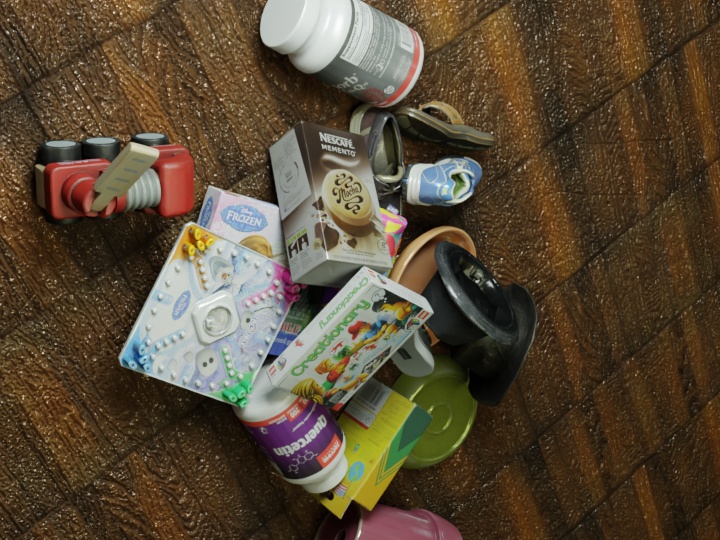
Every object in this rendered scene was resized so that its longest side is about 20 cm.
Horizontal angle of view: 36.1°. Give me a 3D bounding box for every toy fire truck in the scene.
[{"bbox_3d":[-0.263,-0.106,1.278,0.176,0.200,0.129,-9,112,-33],"label":"toy fire truck"}]

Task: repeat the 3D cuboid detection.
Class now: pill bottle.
[{"bbox_3d":[-0.094,0.225,1.575,0.112,0.112,0.200,-42,124,-17],"label":"pill bottle"},{"bbox_3d":[-0.024,-0.297,1.438,0.200,0.116,0.116,19,95,-38],"label":"pill bottle"}]

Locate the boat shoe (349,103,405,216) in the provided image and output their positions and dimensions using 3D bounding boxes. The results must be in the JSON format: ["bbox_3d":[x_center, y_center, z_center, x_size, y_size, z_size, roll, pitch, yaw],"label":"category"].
[{"bbox_3d":[0.031,-0.136,1.568,0.072,0.065,0.200,-22,119,-30],"label":"boat shoe"}]

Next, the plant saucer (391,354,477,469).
[{"bbox_3d":[0.119,0.234,1.790,0.200,0.031,0.200,-14,114,-33],"label":"plant saucer"}]

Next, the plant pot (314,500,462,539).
[{"bbox_3d":[0.032,0.445,1.712,0.179,0.200,0.200,32,86,-23],"label":"plant pot"}]

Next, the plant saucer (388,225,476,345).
[{"bbox_3d":[0.099,0.025,1.667,0.200,0.037,0.201,-27,130,-38],"label":"plant saucer"}]

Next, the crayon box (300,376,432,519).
[{"bbox_3d":[0.004,0.268,1.657,0.051,0.127,0.200,40,83,-38],"label":"crayon box"}]

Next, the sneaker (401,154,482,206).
[{"bbox_3d":[0.136,-0.124,1.616,0.200,0.077,0.076,-24,122,-57],"label":"sneaker"}]

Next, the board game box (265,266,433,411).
[{"bbox_3d":[-0.014,0.093,1.459,0.126,0.035,0.200,27,114,-41],"label":"board game box"}]

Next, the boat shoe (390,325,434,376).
[{"bbox_3d":[0.061,0.080,1.575,0.200,0.070,0.066,52,34,-50],"label":"boat shoe"}]

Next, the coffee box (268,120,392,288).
[{"bbox_3d":[-0.041,-0.084,1.455,0.113,0.080,0.200,7,62,-40],"label":"coffee box"}]

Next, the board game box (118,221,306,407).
[{"bbox_3d":[-0.184,0.064,1.429,0.200,0.026,0.200,26,91,-38],"label":"board game box"}]

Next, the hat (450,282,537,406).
[{"bbox_3d":[0.190,0.108,1.714,0.081,0.201,0.201,15,97,-20],"label":"hat"}]

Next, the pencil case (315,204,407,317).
[{"bbox_3d":[0.000,0.000,1.549,0.088,0.088,0.200,8,107,-38],"label":"pencil case"}]

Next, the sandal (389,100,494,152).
[{"bbox_3d":[0.119,-0.215,1.601,0.200,0.082,0.055,8,83,-38],"label":"sandal"}]

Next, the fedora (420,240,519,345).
[{"bbox_3d":[0.143,0.052,1.599,0.092,0.201,0.200,-40,132,20],"label":"fedora"}]

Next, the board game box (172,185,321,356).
[{"bbox_3d":[-0.142,0.007,1.482,0.200,0.041,0.200,13,98,-38],"label":"board game box"}]

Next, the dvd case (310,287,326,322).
[{"bbox_3d":[-0.007,0.037,1.632,0.200,0.022,0.146,27,90,-39],"label":"dvd case"}]
